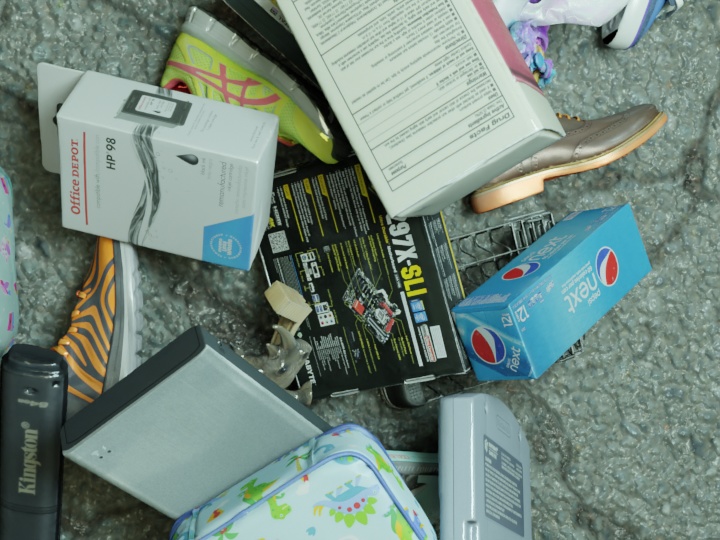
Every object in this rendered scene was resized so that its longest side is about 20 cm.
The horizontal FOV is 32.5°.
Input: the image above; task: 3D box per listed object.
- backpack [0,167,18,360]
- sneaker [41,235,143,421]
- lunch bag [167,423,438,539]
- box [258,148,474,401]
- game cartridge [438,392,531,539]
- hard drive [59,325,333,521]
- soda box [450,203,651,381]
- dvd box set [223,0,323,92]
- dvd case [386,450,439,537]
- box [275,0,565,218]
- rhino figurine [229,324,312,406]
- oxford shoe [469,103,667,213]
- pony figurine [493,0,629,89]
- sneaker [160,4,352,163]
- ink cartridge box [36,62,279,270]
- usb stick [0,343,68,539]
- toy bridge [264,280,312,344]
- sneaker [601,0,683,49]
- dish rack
[{"bbox_3d":[-0.334,0.004,0.953,0.126,0.167,0.202,-4,78,-4],"label":"backpack"},{"bbox_3d":[-0.238,0.054,1.015,0.111,0.078,0.202,1,84,-5],"label":"sneaker"},{"bbox_3d":[-0.043,0.229,0.951,0.199,0.082,0.161,-33,101,6],"label":"lunch bag"},{"bbox_3d":[0.000,0.000,1.038,0.159,0.049,0.201,-14,96,26],"label":"box"},{"bbox_3d":[0.107,0.177,1.044,0.041,0.200,0.134,-10,68,18],"label":"game cartridge"},{"bbox_3d":[-0.113,0.136,0.960,0.139,0.033,0.200,-37,134,11],"label":"hard drive"},{"bbox_3d":[0.164,0.016,1.038,0.200,0.064,0.068,-35,109,-41],"label":"soda box"},{"bbox_3d":[-0.010,-0.246,1.035,0.146,0.029,0.200,41,56,-11],"label":"dvd box set"},{"bbox_3d":[0.006,0.245,1.051,0.145,0.022,0.201,12,105,-45],"label":"dvd case"},{"bbox_3d":[0.044,-0.155,0.910,0.127,0.109,0.201,-30,84,19],"label":"box"},{"bbox_3d":[-0.081,0.121,1.023,0.087,0.060,0.201,-1,132,-16],"label":"rhino figurine"},{"bbox_3d":[0.183,-0.119,1.112,0.199,0.071,0.073,-23,92,-11],"label":"oxford shoe"},{"bbox_3d":[0.129,-0.242,1.042,0.199,0.166,0.194,13,109,-52],"label":"pony figurine"},{"bbox_3d":[-0.089,-0.134,1.017,0.200,0.078,0.091,39,96,29],"label":"sneaker"},{"bbox_3d":[-0.171,-0.082,0.976,0.199,0.067,0.116,13,133,4],"label":"ink cartridge box"},{"bbox_3d":[-0.264,0.149,0.989,0.055,0.033,0.201,13,119,3],"label":"usb stick"},{"bbox_3d":[-0.112,0.097,1.048,0.200,0.027,0.067,-48,142,11],"label":"toy bridge"},{"bbox_3d":[0.318,-0.273,1.130,0.146,0.081,0.201,22,82,-9],"label":"sneaker"},{"bbox_3d":[0.104,0.032,1.109,0.199,0.055,0.155,-15,97,-14],"label":"dish rack"}]
